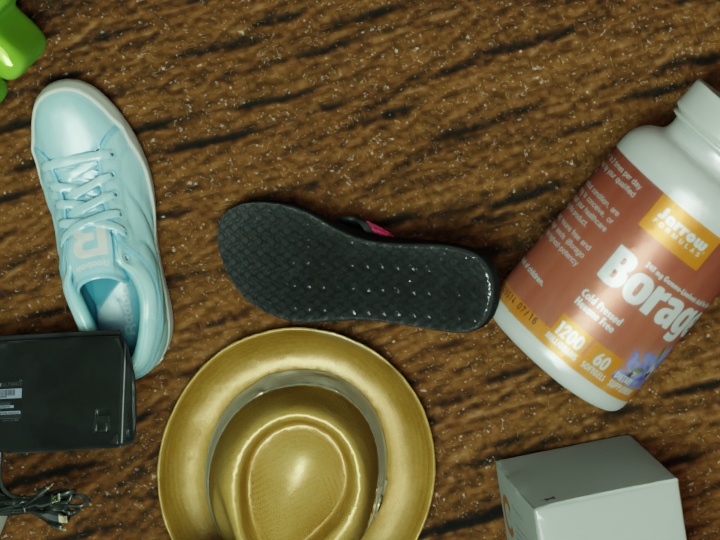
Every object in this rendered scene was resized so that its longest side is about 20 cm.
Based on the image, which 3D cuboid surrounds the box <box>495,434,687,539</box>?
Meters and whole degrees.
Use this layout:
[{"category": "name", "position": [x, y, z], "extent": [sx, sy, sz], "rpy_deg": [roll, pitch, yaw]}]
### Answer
[{"category": "box", "position": [0.159, 0.224, 1.709], "extent": [0.097, 0.124, 0.201], "rpy_deg": [-11, 102, -7]}]

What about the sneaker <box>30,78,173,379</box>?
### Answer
[{"category": "sneaker", "position": [-0.165, -0.024, 1.695], "extent": [0.074, 0.082, 0.201], "rpy_deg": [-18, 100, 4]}]

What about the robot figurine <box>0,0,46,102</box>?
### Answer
[{"category": "robot figurine", "position": [-0.295, -0.181, 1.649], "extent": [0.200, 0.116, 0.175], "rpy_deg": [42, 112, -6]}]

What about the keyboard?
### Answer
[{"category": "keyboard", "position": [-0.230, 0.106, 1.700], "extent": [0.199, 0.021, 0.128], "rpy_deg": [-4, 78, 30]}]

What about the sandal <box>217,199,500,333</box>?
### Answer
[{"category": "sandal", "position": [0.000, 0.000, 1.702], "extent": [0.199, 0.045, 0.075], "rpy_deg": [12, 105, 20]}]

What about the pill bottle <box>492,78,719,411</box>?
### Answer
[{"category": "pill bottle", "position": [0.183, -0.018, 1.671], "extent": [0.112, 0.112, 0.200], "rpy_deg": [38, 100, -6]}]

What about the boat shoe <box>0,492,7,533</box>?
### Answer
[{"category": "boat shoe", "position": [-0.309, 0.222, 1.759], "extent": [0.068, 0.072, 0.201], "rpy_deg": [30, 104, 11]}]

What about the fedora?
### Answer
[{"category": "fedora", "position": [-0.044, 0.141, 1.724], "extent": [0.200, 0.082, 0.202], "rpy_deg": [0, 102, 2]}]
